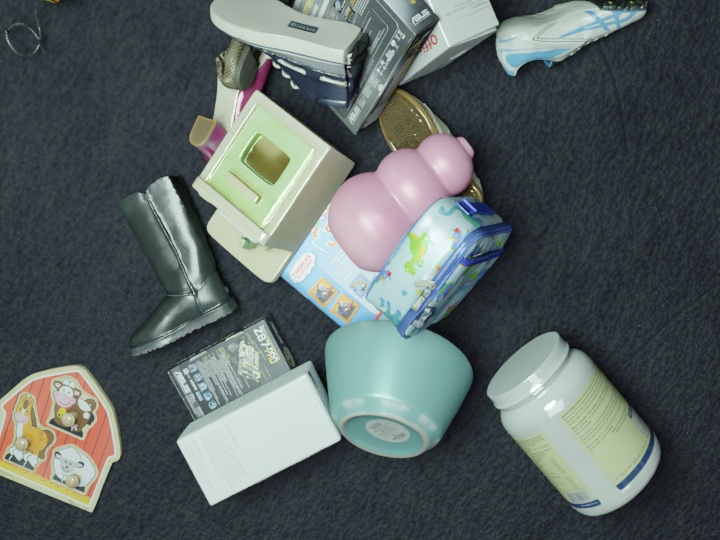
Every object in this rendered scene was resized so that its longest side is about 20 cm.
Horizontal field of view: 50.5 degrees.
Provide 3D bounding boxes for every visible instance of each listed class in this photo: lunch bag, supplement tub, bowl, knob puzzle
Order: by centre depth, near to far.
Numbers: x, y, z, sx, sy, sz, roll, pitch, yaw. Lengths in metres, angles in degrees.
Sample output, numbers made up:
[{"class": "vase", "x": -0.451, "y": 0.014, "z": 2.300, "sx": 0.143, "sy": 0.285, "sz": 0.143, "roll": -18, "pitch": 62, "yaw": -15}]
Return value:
[{"class": "lunch bag", "x": 0.098, "y": -0.011, "z": 0.902, "sx": 0.082, "sy": 0.199, "sz": 0.162, "roll": 41, "pitch": 108, "yaw": 14}, {"class": "bowl", "x": 0.038, "y": 0.164, "z": 0.969, "sx": 0.197, "sy": 0.106, "sz": 0.202, "roll": 11, "pitch": 143, "yaw": 8}, {"class": "supplement tub", "x": 0.274, "y": 0.196, "z": 0.991, "sx": 0.145, "sy": 0.145, "sz": 0.201, "roll": -41, "pitch": 93, "yaw": 8}, {"class": "knob puzzle", "x": -0.438, "y": 0.232, "z": 1.103, "sx": 0.215, "sy": 0.030, "sz": 0.225, "roll": 1, "pitch": 97, "yaw": 4}]

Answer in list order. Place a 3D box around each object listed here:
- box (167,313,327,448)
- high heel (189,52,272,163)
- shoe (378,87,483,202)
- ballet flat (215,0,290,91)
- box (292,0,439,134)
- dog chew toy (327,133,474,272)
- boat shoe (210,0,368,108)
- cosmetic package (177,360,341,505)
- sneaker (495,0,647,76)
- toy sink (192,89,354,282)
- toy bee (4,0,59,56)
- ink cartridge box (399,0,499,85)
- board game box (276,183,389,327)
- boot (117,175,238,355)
[{"class": "box", "x": -0.152, "y": 0.187, "z": 1.068, "sx": 0.159, "sy": 0.049, "sz": 0.202, "roll": -28, "pitch": 95, "yaw": 9}, {"class": "high heel", "x": -0.151, "y": -0.226, "z": 1.021, "sx": 0.066, "sy": 0.096, "sz": 0.203, "roll": 17, "pitch": 77, "yaw": 26}, {"class": "shoe", "x": 0.095, "y": -0.155, "z": 1.007, "sx": 0.070, "sy": 0.053, "sz": 0.201, "roll": -36, "pitch": 90, "yaw": 31}, {"class": "ballet flat", "x": -0.133, "y": -0.318, "z": 0.965, "sx": 0.046, "sy": 0.067, "sz": 0.203, "roll": 16, "pitch": 75, "yaw": 16}, {"class": "box", "x": -0.010, "y": -0.284, "z": 0.919, "sx": 0.048, "sy": 0.200, "sz": 0.159, "roll": -38, "pitch": 83, "yaw": -32}, {"class": "dog chew toy", "x": 0.056, "y": -0.091, "z": 0.943, "sx": 0.199, "sy": 0.125, "sz": 0.125, "roll": -38, "pitch": 94, "yaw": 7}, {"class": "boat shoe", "x": -0.086, "y": -0.255, "z": 0.902, "sx": 0.197, "sy": 0.094, "sz": 0.075, "roll": 23, "pitch": 54, "yaw": 15}, {"class": "cosmetic package", "x": -0.131, "y": 0.214, "z": 1.012, "sx": 0.197, "sy": 0.074, "sz": 0.103, "roll": -26, "pitch": 97, "yaw": 4}, {"class": "sneaker", "x": 0.266, "y": -0.304, "z": 0.969, "sx": 0.196, "sy": 0.072, "sz": 0.073, "roll": -17, "pitch": 131, "yaw": 0}, {"class": "toy sink", "x": -0.125, "y": -0.101, "z": 0.977, "sx": 0.130, "sy": 0.112, "sz": 0.201, "roll": 39, "pitch": 98, "yaw": 15}, {"class": "toy bee", "x": -0.393, "y": -0.387, "z": 0.975, "sx": 0.130, "sy": 0.108, "sz": 0.204, "roll": -19, "pitch": 110, "yaw": -38}, {"class": "ink cartridge box", "x": 0.064, "y": -0.349, "z": 0.921, "sx": 0.083, "sy": 0.144, "sz": 0.203, "roll": -28, "pitch": 95, "yaw": -21}, {"class": "board game box", "x": 0.000, "y": 0.000, "z": 1.037, "sx": 0.199, "sy": 0.037, "sz": 0.152, "roll": 39, "pitch": 98, "yaw": -3}, {"class": "boot", "x": -0.279, "y": -0.007, "z": 1.040, "sx": 0.163, "sy": 0.066, "sz": 0.203, "roll": -25, "pitch": 99, "yaw": -2}]
